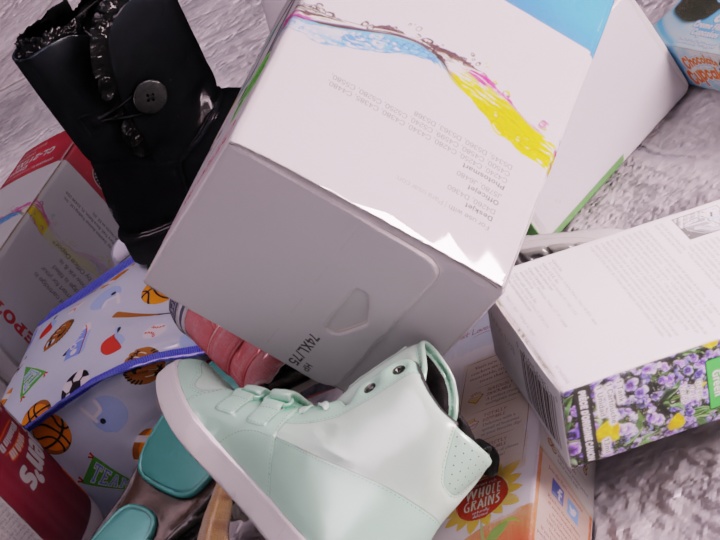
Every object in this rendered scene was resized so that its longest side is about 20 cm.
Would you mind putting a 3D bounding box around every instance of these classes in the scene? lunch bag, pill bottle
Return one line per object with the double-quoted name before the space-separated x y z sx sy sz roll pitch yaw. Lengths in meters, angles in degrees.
"lunch bag" -0.118 0.062 1.181 0.200 0.124 0.170 -36 22 23
"pill bottle" -0.216 0.143 1.080 0.109 0.200 0.110 -31 26 17

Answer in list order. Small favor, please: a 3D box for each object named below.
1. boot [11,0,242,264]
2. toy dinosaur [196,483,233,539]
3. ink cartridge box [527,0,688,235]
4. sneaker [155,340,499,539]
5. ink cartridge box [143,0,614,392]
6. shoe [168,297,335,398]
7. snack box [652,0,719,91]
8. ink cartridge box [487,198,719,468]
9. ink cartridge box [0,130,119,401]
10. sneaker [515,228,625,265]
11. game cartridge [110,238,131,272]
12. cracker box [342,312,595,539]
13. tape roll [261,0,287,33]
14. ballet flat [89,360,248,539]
"boot" -0.092 -0.116 1.160 0.200 0.168 0.076 -27 27 -4
"toy dinosaur" -0.081 0.179 0.995 0.106 0.060 0.201 -23 56 34
"ink cartridge box" 0.085 -0.100 1.215 0.146 0.084 0.200 -47 26 -19
"sneaker" -0.014 0.073 0.915 0.118 0.074 0.200 -47 43 -3
"ink cartridge box" 0.010 -0.065 0.951 0.147 0.146 0.200 -51 13 54
"shoe" 0.000 0.000 1.045 0.200 0.072 0.091 -31 55 -18
"snack box" 0.263 -0.151 1.116 0.116 0.037 0.200 -43 25 -10
"ink cartridge box" 0.170 0.018 0.908 0.199 0.050 0.109 -17 32 -8
"ink cartridge box" -0.214 0.017 1.353 0.083 0.146 0.200 -18 32 39
"sneaker" 0.079 0.006 1.067 0.200 0.075 0.087 -16 28 39
"game cartridge" -0.079 -0.047 1.321 0.200 0.133 0.040 -40 70 -7
"cracker box" 0.048 0.106 0.954 0.134 0.058 0.200 -24 29 26
"tape roll" 0.033 -0.197 1.115 0.202 0.071 0.202 -16 9 2
"ballet flat" -0.103 0.135 1.061 0.068 0.068 0.200 29 78 41
